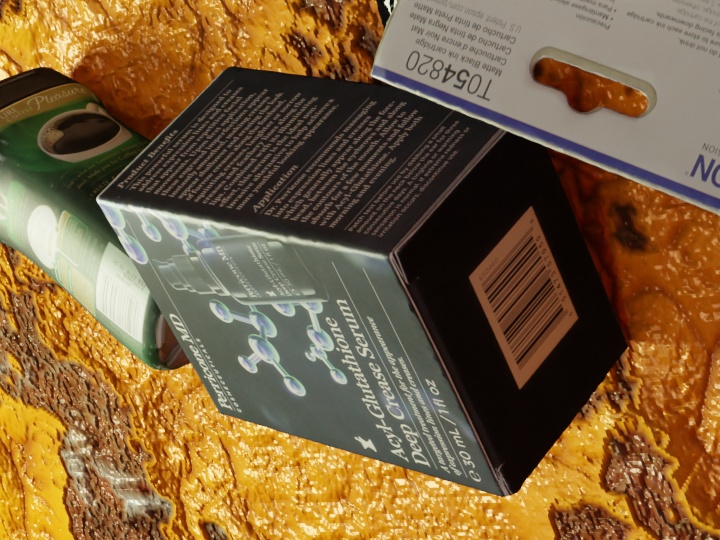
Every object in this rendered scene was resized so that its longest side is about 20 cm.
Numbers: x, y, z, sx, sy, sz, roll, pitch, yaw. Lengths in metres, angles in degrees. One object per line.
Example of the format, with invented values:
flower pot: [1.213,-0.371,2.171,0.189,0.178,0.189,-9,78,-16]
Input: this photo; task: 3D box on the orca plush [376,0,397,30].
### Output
orca plush: [0.035,-0.149,0.875,0.105,0.071,0.200,43,139,19]

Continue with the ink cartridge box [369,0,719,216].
ink cartridge box: [0.119,-0.132,0.741,0.199,0.041,0.201,26,96,35]

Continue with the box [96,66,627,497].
box: [0.000,0.000,0.956,0.199,0.107,0.149,12,139,44]

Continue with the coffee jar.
coffee jar: [-0.144,-0.034,1.121,0.200,0.104,0.086,35,133,28]
